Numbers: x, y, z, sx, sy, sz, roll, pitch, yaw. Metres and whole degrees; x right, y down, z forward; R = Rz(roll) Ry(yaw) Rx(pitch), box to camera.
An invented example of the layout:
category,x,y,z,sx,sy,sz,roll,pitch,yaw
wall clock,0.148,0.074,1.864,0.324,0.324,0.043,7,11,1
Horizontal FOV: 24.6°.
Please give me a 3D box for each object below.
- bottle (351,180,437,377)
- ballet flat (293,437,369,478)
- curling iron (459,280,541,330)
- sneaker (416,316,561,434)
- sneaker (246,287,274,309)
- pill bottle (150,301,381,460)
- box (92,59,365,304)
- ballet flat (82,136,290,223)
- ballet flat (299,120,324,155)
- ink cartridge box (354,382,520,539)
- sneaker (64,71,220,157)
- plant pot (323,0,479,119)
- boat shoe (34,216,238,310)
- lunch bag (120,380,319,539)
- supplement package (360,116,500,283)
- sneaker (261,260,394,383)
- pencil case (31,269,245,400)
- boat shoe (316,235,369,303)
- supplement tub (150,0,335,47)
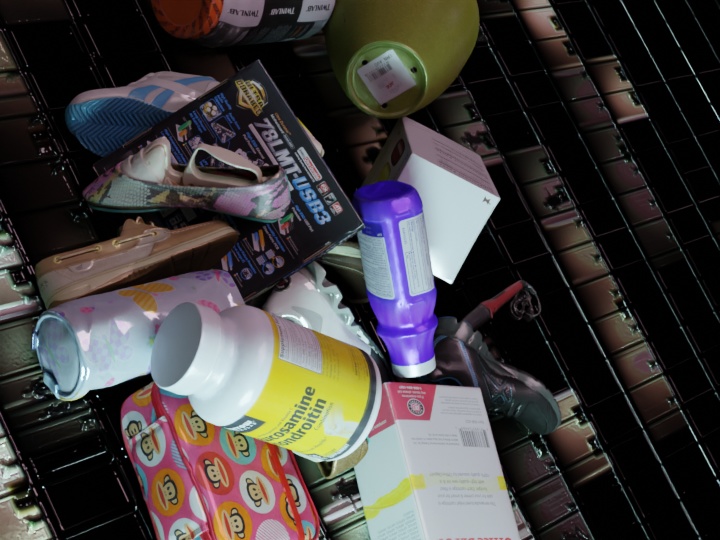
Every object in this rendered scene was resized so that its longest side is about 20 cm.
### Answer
category,x,y,z,sx,sy,sz,roll,pitch,yaw
bottle,0.041,0.011,1.702,0.065,0.084,0.200,-16,108,-19
ballet flat,-0.074,0.132,1.662,0.200,0.068,0.072,51,58,-13
curling iron,0.155,0.056,1.965,0.200,0.026,0.050,-23,78,-50
sneaker,0.143,0.138,1.879,0.200,0.073,0.082,37,65,-20
sneaker,-0.122,-0.046,1.725,0.076,0.114,0.200,9,86,-42
pill bottle,-0.087,0.097,1.504,0.200,0.112,0.112,22,50,-34
box,-0.130,-0.074,1.642,0.200,0.198,0.050,57,-1,2
ballet flat,-0.166,-0.090,1.581,0.200,0.071,0.069,5,31,1
ballet flat,-0.072,-0.109,1.815,0.067,0.067,0.200,31,45,-27
ink cartridge box,0.075,0.226,1.723,0.145,0.083,0.200,8,59,-42
sneaker,-0.219,-0.163,1.705,0.200,0.077,0.081,-4,36,-38
plant pot,0.037,-0.254,1.892,0.187,0.187,0.200,43,25,-15
boat shoe,-0.213,-0.015,1.566,0.200,0.074,0.066,-21,68,-26
lunch bag,-0.123,0.190,1.555,0.176,0.082,0.200,-2,65,-51
supplement package,0.072,-0.082,1.824,0.109,0.114,0.200,27,13,-9
sneaker,-0.039,0.082,1.723,0.089,0.074,0.200,-45,122,-16
pencil case,-0.201,0.059,1.529,0.200,0.091,0.083,-17,32,-38
boat shoe,0.005,0.002,1.806,0.202,0.075,0.075,10,100,-48
supplement tub,-0.131,-0.314,1.849,0.200,0.123,0.123,-16,76,-50
